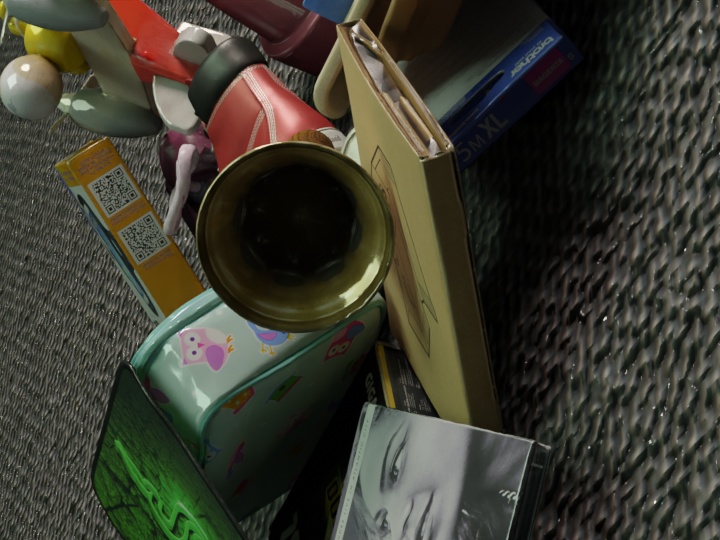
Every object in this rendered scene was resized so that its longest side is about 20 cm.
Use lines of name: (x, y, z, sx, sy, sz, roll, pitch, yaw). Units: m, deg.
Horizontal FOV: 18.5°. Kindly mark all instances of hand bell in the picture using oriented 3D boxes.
hand bell: (-0.030, -0.048, 1.240, 0.200, 0.104, 0.104, -84, 17, -71)

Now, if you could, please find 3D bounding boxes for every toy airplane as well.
toy airplane: (-0.185, -0.152, 1.540, 0.141, 0.200, 0.199, -45, 25, -11)

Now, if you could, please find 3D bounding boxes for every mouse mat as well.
mouse mat: (-0.093, 0.161, 1.237, 0.200, 0.008, 0.161, 53, 151, 20)

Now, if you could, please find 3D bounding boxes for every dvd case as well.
dvd case: (0.027, 0.147, 1.102, 0.200, 0.016, 0.149, 5, 80, 68)

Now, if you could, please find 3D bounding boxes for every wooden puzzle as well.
wooden puzzle: (0.018, -0.212, 1.247, 0.186, 0.046, 0.200, -69, 1, -47)

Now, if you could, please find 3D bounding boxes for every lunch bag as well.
lunch bag: (-0.065, 0.073, 1.302, 0.160, 0.077, 0.200, -34, -20, -29)

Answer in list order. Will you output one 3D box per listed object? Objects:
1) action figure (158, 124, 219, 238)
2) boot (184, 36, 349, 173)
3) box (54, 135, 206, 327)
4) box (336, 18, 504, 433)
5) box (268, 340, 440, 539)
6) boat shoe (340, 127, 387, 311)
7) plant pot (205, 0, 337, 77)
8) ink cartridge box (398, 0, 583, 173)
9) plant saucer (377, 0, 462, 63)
action figure: (-0.112, -0.057, 1.619, 0.200, 0.148, 0.134, 45, 122, 53)
boot: (-0.074, -0.054, 1.480, 0.144, 0.072, 0.200, 48, 142, 29)
box: (-0.152, -0.003, 1.616, 0.041, 0.201, 0.119, -31, 7, -10)
box: (0.031, -0.012, 1.171, 0.164, 0.021, 0.201, -120, 15, -56)
box: (0.006, 0.163, 1.236, 0.200, 0.049, 0.160, -100, 32, -53)
boat shoe: (0.000, 0.000, 1.401, 0.067, 0.057, 0.201, 31, 110, 34)
plant pot: (-0.064, -0.258, 1.587, 0.200, 0.178, 0.201, -53, 26, 40)
ink cartridge box: (0.058, -0.115, 1.286, 0.119, 0.042, 0.200, -43, 23, 7)
plant saucer: (0.060, -0.204, 1.240, 0.200, 0.037, 0.201, -158, 90, -90)
